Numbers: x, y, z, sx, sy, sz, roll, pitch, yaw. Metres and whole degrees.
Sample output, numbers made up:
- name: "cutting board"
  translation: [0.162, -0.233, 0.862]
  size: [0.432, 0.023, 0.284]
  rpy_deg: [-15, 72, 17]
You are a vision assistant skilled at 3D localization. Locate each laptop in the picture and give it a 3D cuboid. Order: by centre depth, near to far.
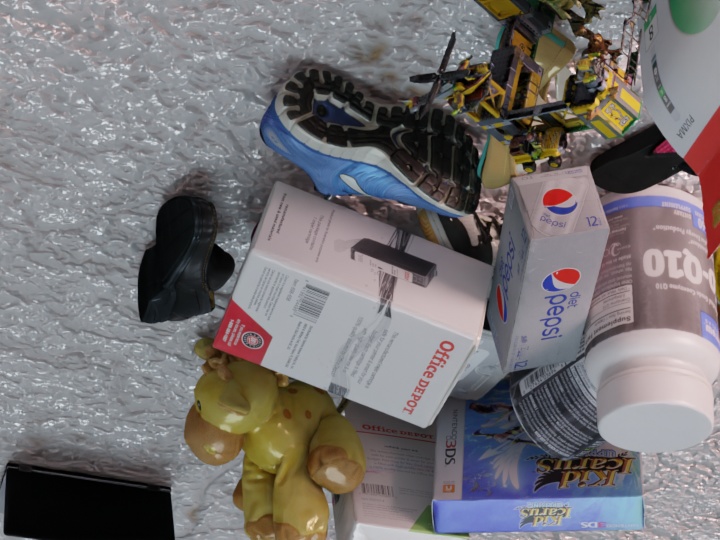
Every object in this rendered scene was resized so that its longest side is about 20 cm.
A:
- name: "laptop"
  translation: [-0.308, 0.288, 2.197]
  size: [0.185, 0.117, 0.200]
  rpy_deg: [11, 149, -13]

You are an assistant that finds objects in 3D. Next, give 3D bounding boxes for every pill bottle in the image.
- name: "pill bottle"
  translation: [0.242, 0.041, 1.659]
  size: [0.112, 0.202, 0.114]
  rpy_deg: [1, 150, 1]
- name: "pill bottle"
  translation: [0.237, 0.082, 1.810]
  size: [0.106, 0.107, 0.200]
  rpy_deg: [24, 133, -33]

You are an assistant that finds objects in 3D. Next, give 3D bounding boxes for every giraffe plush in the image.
- name: "giraffe plush"
  translation: [-0.095, 0.147, 1.898]
  size: [0.161, 0.202, 0.172]
  rpy_deg: [30, 164, -31]

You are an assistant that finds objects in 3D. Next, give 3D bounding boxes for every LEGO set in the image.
- name: "LEGO set"
  translation: [0.115, -0.181, 1.325]
  size: [0.153, 0.202, 0.116]
  rpy_deg: [1, 156, 46]

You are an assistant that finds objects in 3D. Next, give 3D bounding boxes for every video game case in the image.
- name: "video game case"
  translation: [0.170, 0.175, 1.912]
  size: [0.198, 0.182, 0.046]
  rpy_deg: [-2, 125, 6]

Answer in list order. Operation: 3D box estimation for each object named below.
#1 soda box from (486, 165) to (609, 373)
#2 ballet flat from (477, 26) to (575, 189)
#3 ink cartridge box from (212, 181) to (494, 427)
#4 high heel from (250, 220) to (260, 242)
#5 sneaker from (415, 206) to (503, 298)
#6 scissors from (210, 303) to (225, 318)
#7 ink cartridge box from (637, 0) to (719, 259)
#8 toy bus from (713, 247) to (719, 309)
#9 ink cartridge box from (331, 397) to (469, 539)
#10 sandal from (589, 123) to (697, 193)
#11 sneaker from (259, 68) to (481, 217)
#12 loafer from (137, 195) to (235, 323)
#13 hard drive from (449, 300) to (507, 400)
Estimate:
- name: "soda box"
  translation: [0.150, 0.002, 1.619]
  size: [0.067, 0.064, 0.201]
  rpy_deg: [-9, 147, -9]
- name: "ballet flat"
  translation: [0.128, -0.116, 1.523]
  size: [0.063, 0.069, 0.201]
  rpy_deg: [25, 153, 14]
- name: "ink cartridge box"
  translation: [-0.006, 0.031, 1.655]
  size: [0.198, 0.084, 0.145]
  rpy_deg: [22, 141, -4]
- name: "high heel"
  translation: [0.000, 0.000, 1.731]
  size: [0.198, 0.068, 0.096]
  rpy_deg: [10, 160, -7]
- name: "sneaker"
  translation: [0.124, -0.022, 1.708]
  size: [0.087, 0.076, 0.200]
  rpy_deg: [-32, 140, 20]
- name: "scissors"
  translation: [-0.089, 0.063, 1.855]
  size: [0.198, 0.014, 0.073]
  rpy_deg: [17, 148, 3]
- name: "ink cartridge box"
  translation: [0.241, -0.135, 1.361]
  size: [0.050, 0.202, 0.161]
  rpy_deg: [9, 149, -11]
- name: "toy bus"
  translation: [0.402, 0.052, 1.680]
  size: [0.198, 0.194, 0.136]
  rpy_deg: [-6, 147, 11]
- name: "ink cartridge box"
  translation: [0.033, 0.212, 1.957]
  size: [0.116, 0.201, 0.068]
  rpy_deg: [9, 123, -11]
- name: "sandal"
  translation: [0.264, -0.096, 1.579]
  size: [0.075, 0.045, 0.199]
  rpy_deg: [23, 144, -31]
- name: "sneaker"
  translation: [0.009, -0.094, 1.585]
  size: [0.199, 0.079, 0.089]
  rpy_deg: [24, 154, -22]
- name: "loafer"
  translation: [-0.144, -0.012, 1.734]
  size: [0.071, 0.074, 0.200]
  rpy_deg: [1, 160, -16]
- name: "hard drive"
  translation: [0.051, 0.063, 1.872]
  size: [0.198, 0.038, 0.140]
  rpy_deg: [14, 148, -20]
